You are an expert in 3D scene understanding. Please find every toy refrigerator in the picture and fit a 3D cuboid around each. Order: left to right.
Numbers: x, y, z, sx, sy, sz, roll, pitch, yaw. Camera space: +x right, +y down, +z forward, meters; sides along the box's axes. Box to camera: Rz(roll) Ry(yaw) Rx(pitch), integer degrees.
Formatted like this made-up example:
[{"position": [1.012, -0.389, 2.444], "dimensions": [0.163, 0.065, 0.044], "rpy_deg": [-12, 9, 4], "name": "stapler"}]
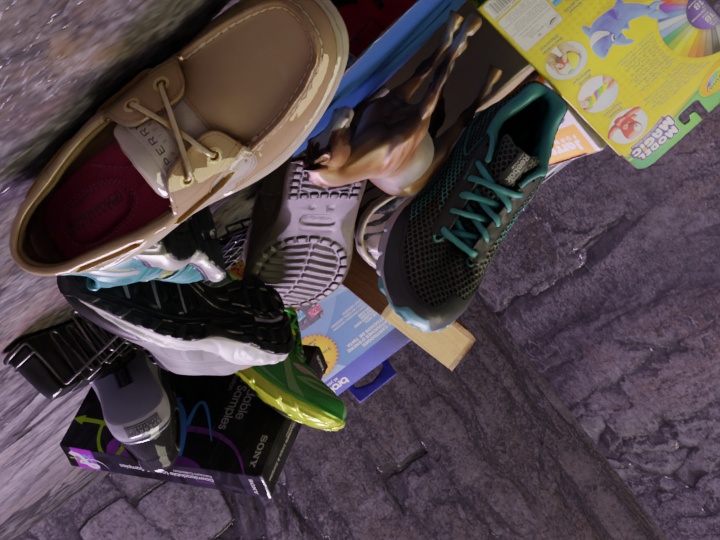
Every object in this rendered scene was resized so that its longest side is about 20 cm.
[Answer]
[{"position": [0.110, -0.181, 1.001], "dimensions": [0.200, 0.076, 0.070], "rpy_deg": [-39, 176, 9], "name": "toy refrigerator"}]

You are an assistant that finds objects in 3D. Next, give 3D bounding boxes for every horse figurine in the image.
[{"position": [0.032, -0.093, 0.868], "dimensions": [0.133, 0.050, 0.200], "rpy_deg": [-54, 170, 3], "name": "horse figurine"}]

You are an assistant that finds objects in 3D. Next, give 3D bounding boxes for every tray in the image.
[{"position": [0.000, 0.000, 1.111], "dimensions": [0.037, 0.200, 0.099], "rpy_deg": [-51, 132, 1], "name": "tray"}]

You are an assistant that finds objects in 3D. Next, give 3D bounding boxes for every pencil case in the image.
[{"position": [0.031, -0.068, 1.064], "dimensions": [0.089, 0.078, 0.200], "rpy_deg": [-9, -153, -2], "name": "pencil case"}]

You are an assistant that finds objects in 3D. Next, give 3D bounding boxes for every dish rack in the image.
[{"position": [-0.160, 0.018, 1.061], "dimensions": [0.200, 0.055, 0.153], "rpy_deg": [-41, 177, 16], "name": "dish rack"}]

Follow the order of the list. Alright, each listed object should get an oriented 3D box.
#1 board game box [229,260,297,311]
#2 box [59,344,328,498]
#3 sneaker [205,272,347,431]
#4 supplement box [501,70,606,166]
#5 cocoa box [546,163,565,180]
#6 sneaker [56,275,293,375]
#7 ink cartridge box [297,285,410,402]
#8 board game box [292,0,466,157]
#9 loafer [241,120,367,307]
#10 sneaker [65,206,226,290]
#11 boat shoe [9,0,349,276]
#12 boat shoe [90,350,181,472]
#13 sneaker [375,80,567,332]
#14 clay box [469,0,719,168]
[{"position": [-0.145, 0.054, 1.300], "dimensions": [0.200, 0.095, 0.030], "rpy_deg": [-43, -160, 44], "name": "board game box"}, {"position": [-0.144, 0.117, 1.214], "dimensions": [0.036, 0.199, 0.143], "rpy_deg": [73, 31, -45], "name": "box"}, {"position": [-0.079, 0.051, 1.146], "dimensions": [0.084, 0.200, 0.074], "rpy_deg": [-43, 167, -8], "name": "sneaker"}, {"position": [0.169, -0.171, 1.111], "dimensions": [0.126, 0.074, 0.200], "rpy_deg": [-16, -148, 52], "name": "supplement box"}, {"position": [0.160, -0.155, 1.350], "dimensions": [0.200, 0.131, 0.133], "rpy_deg": [-38, 177, 2], "name": "cocoa box"}, {"position": [-0.130, 0.036, 0.942], "dimensions": [0.079, 0.074, 0.200], "rpy_deg": [-29, 149, 26], "name": "sneaker"}, {"position": [-0.039, 0.044, 1.373], "dimensions": [0.136, 0.200, 0.076], "rpy_deg": [-38, -146, 1], "name": "ink cartridge box"}, {"position": [0.012, -0.146, 0.813], "dimensions": [0.158, 0.039, 0.200], "rpy_deg": [-44, 180, -13], "name": "board game box"}, {"position": [-0.037, -0.046, 0.985], "dimensions": [0.076, 0.068, 0.200], "rpy_deg": [8, 141, -16], "name": "loafer"}, {"position": [-0.132, -0.024, 0.819], "dimensions": [0.079, 0.078, 0.200], "rpy_deg": [-20, 173, 8], "name": "sneaker"}, {"position": [-0.089, -0.056, 0.649], "dimensions": [0.200, 0.074, 0.069], "rpy_deg": [-40, 180, 26], "name": "boat shoe"}, {"position": [-0.183, 0.104, 1.165], "dimensions": [0.070, 0.066, 0.200], "rpy_deg": [-26, -154, -8], "name": "boat shoe"}, {"position": [0.076, -0.051, 0.912], "dimensions": [0.200, 0.077, 0.091], "rpy_deg": [-63, -171, -30], "name": "sneaker"}, {"position": [0.171, -0.165, 0.940], "dimensions": [0.115, 0.200, 0.048], "rpy_deg": [-42, -142, 13], "name": "clay box"}]
